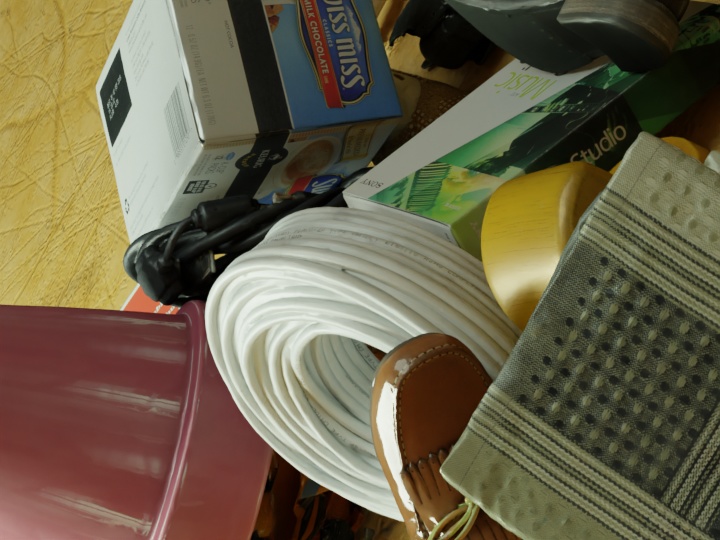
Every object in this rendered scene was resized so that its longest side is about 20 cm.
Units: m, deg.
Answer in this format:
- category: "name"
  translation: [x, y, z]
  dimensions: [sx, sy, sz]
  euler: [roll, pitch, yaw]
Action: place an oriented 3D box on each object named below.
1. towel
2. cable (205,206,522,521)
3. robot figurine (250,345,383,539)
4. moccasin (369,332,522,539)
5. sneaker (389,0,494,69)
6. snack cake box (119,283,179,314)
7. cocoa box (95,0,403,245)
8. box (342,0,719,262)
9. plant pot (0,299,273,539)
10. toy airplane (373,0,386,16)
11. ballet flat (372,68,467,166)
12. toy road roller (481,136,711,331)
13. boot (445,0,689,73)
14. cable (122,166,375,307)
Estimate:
- category: "towel"
  translation: [0.157, 0.063, 1.126]
  dimensions: [0.193, 0.200, 0.035]
  euler: [-60, -17, 15]
- category: "cable"
  translation: [0.017, 0.051, 1.352]
  dimensions: [0.200, 0.200, 0.069]
  euler: [-4, 39, 44]
- category: "robot figurine"
  translation: [-0.041, 0.143, 1.546]
  dimensions: [0.145, 0.058, 0.200]
  euler: [-13, 56, 61]
- category: "moccasin"
  translation: [0.054, 0.122, 1.251]
  dimensions: [0.078, 0.074, 0.201]
  euler: [-136, 32, -60]
- category: "sneaker"
  translation: [0.077, -0.167, 1.607]
  dimensions: [0.104, 0.060, 0.200]
  euler: [-62, 20, 3]
- category: "snack cake box"
  translation: [-0.152, 0.094, 1.800]
  dimensions: [0.200, 0.067, 0.115]
  euler: [-54, 25, 21]
- category: "cocoa box"
  translation: [-0.073, -0.107, 1.613]
  dimensions: [0.200, 0.131, 0.133]
  euler: [128, 131, -63]
- category: "box"
  translation: [0.099, -0.079, 1.397]
  dimensions: [0.200, 0.036, 0.144]
  euler: [-39, 21, -14]
- category: "plant pot"
  translation: [-0.159, 0.102, 1.512]
  dimensions: [0.200, 0.179, 0.200]
  euler: [-165, 90, -75]
- category: "toy airplane"
  translation: [-0.066, -0.221, 1.833]
  dimensions: [0.199, 0.141, 0.200]
  euler: [-44, 33, 39]
- category: "ballet flat"
  translation: [0.010, -0.103, 1.664]
  dimensions: [0.071, 0.065, 0.200]
  euler: [-62, 26, -4]
- category: "toy road roller"
  translation: [0.123, 0.033, 1.217]
  dimensions: [0.123, 0.146, 0.200]
  euler: [-15, 54, 64]
- category: "boot"
  translation: [0.141, -0.194, 1.376]
  dimensions: [0.200, 0.069, 0.174]
  euler: [14, 72, 51]
- category: "cable"
  translation: [-0.063, -0.022, 1.589]
  dimensions: [0.200, 0.163, 0.051]
  euler: [126, 122, -76]
